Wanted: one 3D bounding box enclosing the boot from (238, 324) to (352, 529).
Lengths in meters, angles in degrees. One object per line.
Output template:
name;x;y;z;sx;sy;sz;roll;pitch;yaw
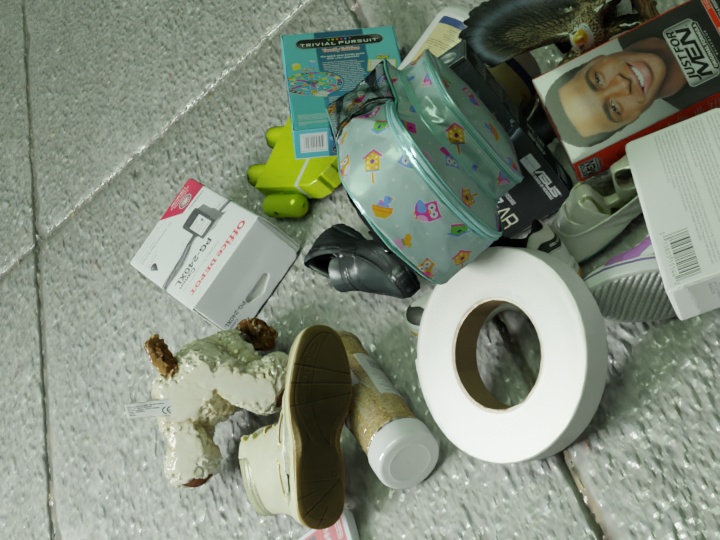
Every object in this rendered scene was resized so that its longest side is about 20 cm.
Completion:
boot;-0.072;0.160;1.313;0.154;0.071;0.202;-11;77;63

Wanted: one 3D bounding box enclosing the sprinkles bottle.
sprinkles bottle;0.010;0.140;1.307;0.068;0.068;0.200;-47;37;5

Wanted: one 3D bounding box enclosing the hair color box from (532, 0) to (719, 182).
hair color box;0.280;-0.180;1.233;0.199;0.061;0.102;-27;71;9

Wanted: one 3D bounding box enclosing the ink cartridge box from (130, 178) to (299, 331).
ink cartridge box;-0.190;-0.019;1.629;0.146;0.083;0.200;-55;37;-5

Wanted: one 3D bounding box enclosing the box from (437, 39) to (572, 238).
box;0.102;-0.114;1.311;0.160;0.200;0.044;-31;26;22

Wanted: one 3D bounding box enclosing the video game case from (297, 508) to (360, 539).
video game case;-0.072;0.347;1.262;0.200;0.017;0.144;-39;39;17

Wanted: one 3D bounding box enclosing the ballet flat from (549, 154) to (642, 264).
ballet flat;0.249;-0.076;1.241;0.199;0.069;0.070;-35;40;21

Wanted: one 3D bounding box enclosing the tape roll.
tape roll;0.137;0.078;1.180;0.202;0.037;0.205;-2;88;43

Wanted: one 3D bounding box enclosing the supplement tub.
supplement tub;0.094;-0.178;1.419;0.201;0.144;0.144;-54;37;-3

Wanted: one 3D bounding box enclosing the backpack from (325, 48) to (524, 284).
backpack;0.062;-0.094;1.176;0.153;0.176;0.201;-33;28;23

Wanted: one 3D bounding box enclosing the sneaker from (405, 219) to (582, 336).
sneaker;0.122;0.005;1.273;0.199;0.088;0.076;-21;23;31

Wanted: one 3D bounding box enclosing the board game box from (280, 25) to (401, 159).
board game box;-0.018;-0.226;1.590;0.149;0.047;0.201;-5;45;-4

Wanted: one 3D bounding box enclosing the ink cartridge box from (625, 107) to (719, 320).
ink cartridge box;0.330;-0.068;1.081;0.175;0.045;0.201;-22;40;18

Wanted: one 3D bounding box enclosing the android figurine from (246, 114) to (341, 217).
android figurine;-0.064;-0.151;1.644;0.199;0.041;0.183;1;60;47

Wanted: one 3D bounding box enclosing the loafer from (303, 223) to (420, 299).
loafer;0.000;0.000;1.425;0.070;0.068;0.200;-39;28;-14

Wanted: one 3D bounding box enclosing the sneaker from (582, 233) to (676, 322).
sneaker;0.293;-0.027;1.159;0.199;0.073;0.115;-19;43;20

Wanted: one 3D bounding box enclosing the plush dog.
plush dog;-0.174;0.127;1.451;0.200;0.160;0.172;-46;2;7

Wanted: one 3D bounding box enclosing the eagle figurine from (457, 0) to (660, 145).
eagle figurine;0.217;-0.236;1.325;0.199;0.151;0.153;-29;62;19

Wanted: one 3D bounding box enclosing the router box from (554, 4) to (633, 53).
router box;0.285;-0.359;1.445;0.199;0.051;0.150;-34;39;22
